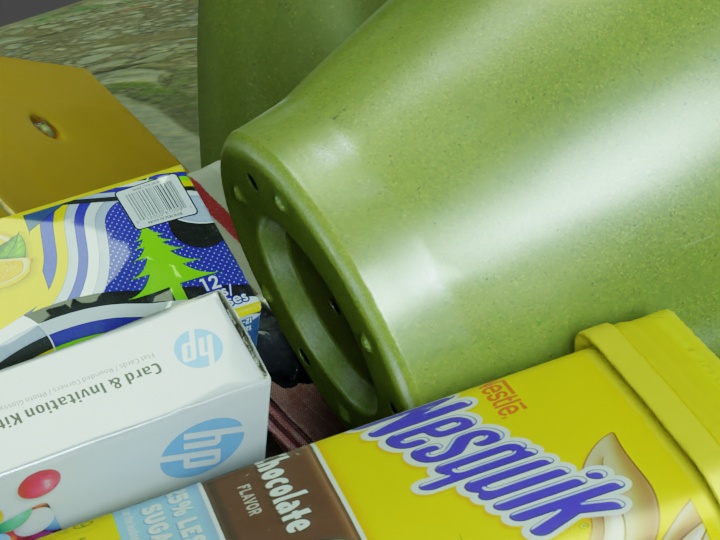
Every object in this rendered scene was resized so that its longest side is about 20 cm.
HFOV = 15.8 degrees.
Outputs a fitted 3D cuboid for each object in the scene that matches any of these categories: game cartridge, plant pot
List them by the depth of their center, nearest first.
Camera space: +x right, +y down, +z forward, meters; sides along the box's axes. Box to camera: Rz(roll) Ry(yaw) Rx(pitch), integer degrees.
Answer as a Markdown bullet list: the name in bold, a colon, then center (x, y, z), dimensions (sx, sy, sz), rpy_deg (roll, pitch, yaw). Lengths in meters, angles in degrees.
- **plant pot**: center (0.065, -0.031, 0.847), dimensions (0.193, 0.200, 0.200), rpy_deg (-29, 17, -13)
- **game cartridge**: center (-0.112, -0.020, 1.099), dimensions (0.032, 0.200, 0.176), rpy_deg (-51, -22, 19)
- **plant pot**: center (-0.010, -0.105, 1.320), dimensions (0.187, 0.200, 0.187), rpy_deg (-14, 14, 4)

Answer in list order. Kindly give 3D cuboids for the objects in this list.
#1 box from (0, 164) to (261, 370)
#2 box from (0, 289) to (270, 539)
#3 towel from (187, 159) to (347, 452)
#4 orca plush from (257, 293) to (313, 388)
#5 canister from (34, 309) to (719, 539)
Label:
- **box**: center (-0.134, 0.037, 0.791), dimensions (0.200, 0.070, 0.064), rpy_deg (-17, 56, -20)
- **box**: center (-0.127, 0.096, 0.780), dimensions (0.200, 0.156, 0.041), rpy_deg (-20, 57, -20)
- **towel**: center (0.000, 0.000, 1.066), dimensions (0.200, 0.144, 0.023), rpy_deg (-27, -24, -45)
- **orca plush**: center (0.023, 0.031, 0.974), dimensions (0.105, 0.071, 0.200), rpy_deg (-12, 2, 29)
- **canister**: center (0.018, 0.095, 0.714), dimensions (0.200, 0.087, 0.149), rpy_deg (-19, 25, -7)
